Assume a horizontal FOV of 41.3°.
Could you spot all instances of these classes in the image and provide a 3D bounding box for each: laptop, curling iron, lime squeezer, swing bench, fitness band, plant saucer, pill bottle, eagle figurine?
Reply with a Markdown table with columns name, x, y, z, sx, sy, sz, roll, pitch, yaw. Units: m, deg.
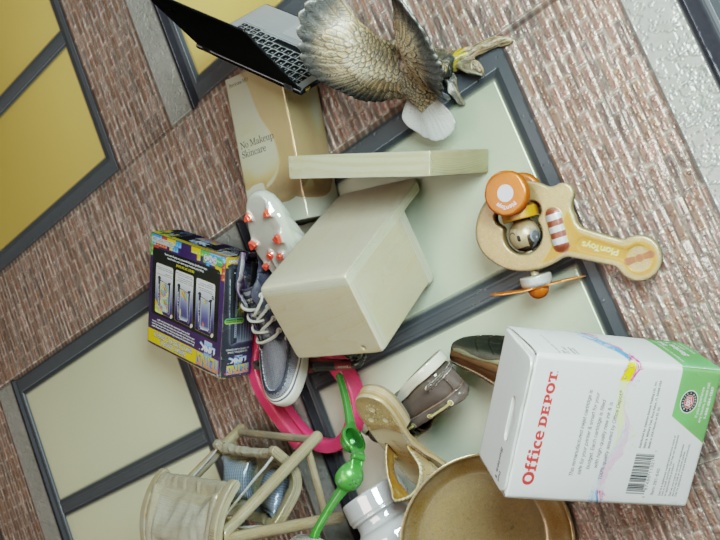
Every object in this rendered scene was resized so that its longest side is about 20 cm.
| name | x | y | z | sx | sy | sz | roll | pitch | yaw |
| --- | --- | --- | --- | --- | --- | --- | --- | --- | --- |
| laptop | -0.122 | -0.297 | 1.125 | 0.186 | 0.199 | 0.117 | 29 | 142 | 31 |
| curling iron | -0.066 | 0.112 | 1.227 | 0.198 | 0.025 | 0.050 | -15 | 64 | 41 |
| lime squeezer | -0.018 | 0.225 | 1.161 | 0.070 | 0.037 | 0.204 | -23 | 56 | 63 |
| swing bench | -0.163 | 0.297 | 1.222 | 0.197 | 0.198 | 0.132 | -8 | 101 | 50 |
| fitness band | -0.072 | 0.150 | 1.270 | 0.201 | 0.037 | 0.144 | 50 | 120 | 21 |
| plant saucer | 0.140 | 0.305 | 1.072 | 0.196 | 0.035 | 0.204 | 0 | 87 | -1 |
| pill bottle | 0.061 | 0.353 | 1.143 | 0.112 | 0.111 | 0.202 | -41 | 72 | 34 |
| eagle figurine | 0.043 | -0.232 | 1.022 | 0.152 | 0.199 | 0.152 | 52 | 123 | 19 |

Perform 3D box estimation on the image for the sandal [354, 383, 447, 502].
| name | x | y | z | sx | sy | sz | roll | pitch | yaw |
| --- | --- | --- | --- | --- | --- | --- | --- | --- | --- |
| sandal | 0.049 | 0.229 | 1.096 | 0.077 | 0.070 | 0.213 | -11 | 124 | 42 |

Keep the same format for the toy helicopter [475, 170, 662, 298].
| name | x | y | z | sx | sy | sz | roll | pitch | yaw |
| --- | --- | --- | --- | --- | --- | --- | --- | --- | --- |
| toy helicopter | 0.214 | -0.023 | 1.002 | 0.197 | 0.079 | 0.135 | 16 | 99 | 22 |

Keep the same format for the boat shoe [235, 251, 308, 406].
| name | x | y | z | sx | sy | sz | roll | pitch | yaw |
| --- | --- | --- | --- | --- | --- | --- | --- | --- | --- |
| boat shoe | -0.120 | 0.066 | 1.210 | 0.074 | 0.092 | 0.203 | -22 | 57 | 29 |

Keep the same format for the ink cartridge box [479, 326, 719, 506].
| name | x | y | z | sx | sy | sz | roll | pitch | yaw |
| --- | --- | --- | --- | --- | --- | --- | --- | --- | --- |
| ink cartridge box | 0.228 | 0.141 | 0.928 | 0.084 | 0.196 | 0.147 | -126 | 44 | -69 |

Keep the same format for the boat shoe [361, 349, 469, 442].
| name | x | y | z | sx | sy | sz | roll | pitch | yaw |
| --- | --- | --- | --- | --- | --- | --- | --- | --- | --- |
| boat shoe | 0.063 | 0.165 | 1.129 | 0.060 | 0.072 | 0.200 | 45 | 140 | 7 |

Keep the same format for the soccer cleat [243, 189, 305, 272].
| name | x | y | z | sx | sy | sz | roll | pitch | yaw |
| --- | --- | --- | --- | --- | --- | --- | --- | --- | --- |
| soccer cleat | -0.079 | -0.015 | 1.187 | 0.069 | 0.078 | 0.202 | -8 | 115 | 43 |

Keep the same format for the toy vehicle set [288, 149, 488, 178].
| name | x | y | z | sx | sy | sz | roll | pitch | yaw |
| --- | --- | --- | --- | --- | --- | --- | --- | --- | --- |
| toy vehicle set | 0.031 | -0.122 | 1.095 | 0.197 | 0.123 | 0.027 | 3 | 98 | 37 |

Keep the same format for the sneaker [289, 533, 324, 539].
| name | x | y | z | sx | sy | sz | roll | pitch | yaw |
| --- | --- | --- | --- | --- | --- | --- | --- | --- | --- |
| sneaker | -0.004 | 0.396 | 1.236 | 0.198 | 0.082 | 0.078 | 28 | 84 | 11 |

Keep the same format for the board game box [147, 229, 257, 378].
| name | x | y | z | sx | sy | sz | roll | pitch | yaw |
| --- | --- | --- | --- | --- | --- | --- | --- | --- | --- |
| board game box | -0.224 | 0.042 | 1.339 | 0.198 | 0.056 | 0.169 | 18 | 108 | 46 |

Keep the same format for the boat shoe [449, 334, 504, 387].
| name | x | y | z | sx | sy | sz | roll | pitch | yaw |
| --- | --- | --- | --- | --- | --- | --- | --- | --- | --- |
| boat shoe | 0.184 | 0.125 | 1.042 | 0.198 | 0.075 | 0.075 | 16 | 109 | 36 |

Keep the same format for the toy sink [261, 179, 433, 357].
| name | x | y | z | sx | sy | sz | roll | pitch | yaw |
| --- | --- | --- | --- | --- | --- | --- | --- | --- | --- |
| toy sink | 0.000 | 0.000 | 1.130 | 0.129 | 0.201 | 0.113 | -8 | 121 | 36 |

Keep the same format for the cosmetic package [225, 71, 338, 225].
| name | x | y | z | sx | sy | sz | roll | pitch | yaw |
| --- | --- | --- | --- | --- | --- | --- | --- | --- | --- |
| cosmetic package | -0.100 | -0.158 | 1.224 | 0.104 | 0.071 | 0.204 | -13 | 88 | 37 |
